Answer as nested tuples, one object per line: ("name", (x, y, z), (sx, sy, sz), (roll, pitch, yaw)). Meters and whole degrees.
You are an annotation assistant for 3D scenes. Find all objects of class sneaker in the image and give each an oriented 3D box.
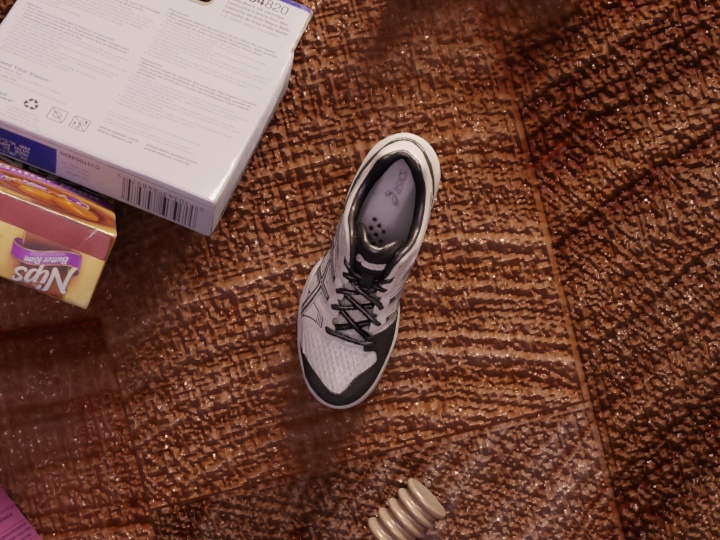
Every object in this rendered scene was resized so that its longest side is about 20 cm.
("sneaker", (0.000, 0.000, 1.313), (0.075, 0.088, 0.202), (15, 94, 2))

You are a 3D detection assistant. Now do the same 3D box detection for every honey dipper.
("honey dipper", (-0.021, 0.230, 1.350), (0.038, 0.038, 0.200), (45, 99, 2))

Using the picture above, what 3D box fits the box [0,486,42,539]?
("box", (-0.354, 0.187, 1.341), (0.175, 0.097, 0.201), (-39, 89, 5))

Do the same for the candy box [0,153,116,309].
("candy box", (-0.226, -0.039, 1.261), (0.116, 0.200, 0.057), (22, 97, -12))

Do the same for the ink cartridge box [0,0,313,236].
("ink cartridge box", (-0.155, -0.138, 1.311), (0.198, 0.041, 0.201), (22, 53, 5))
